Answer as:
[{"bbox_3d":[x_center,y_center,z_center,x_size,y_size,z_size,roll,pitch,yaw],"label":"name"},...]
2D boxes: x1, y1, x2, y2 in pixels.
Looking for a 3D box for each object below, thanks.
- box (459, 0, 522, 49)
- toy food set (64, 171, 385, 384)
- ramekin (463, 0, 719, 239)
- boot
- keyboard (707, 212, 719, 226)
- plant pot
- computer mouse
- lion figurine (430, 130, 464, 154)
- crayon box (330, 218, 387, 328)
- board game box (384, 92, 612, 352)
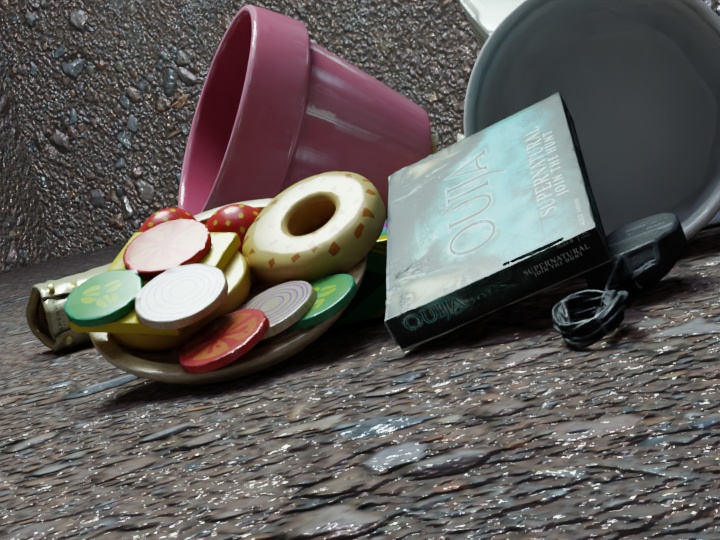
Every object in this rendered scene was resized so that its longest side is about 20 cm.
[{"bbox_3d":[0.183,-0.153,1.130,0.108,0.201,0.128,-30,36,2],"label":"box"},{"bbox_3d":[-0.087,0.004,0.888,0.197,0.049,0.199,1,37,23],"label":"toy food set"},{"bbox_3d":[0.179,-0.103,0.969,0.198,0.203,0.105,-11,-4,16],"label":"ramekin"},{"bbox_3d":[-0.210,0.021,1.230,0.154,0.074,0.199,-16,4,-32],"label":"boot"},{"bbox_3d":[0.241,-0.033,1.057,0.197,0.011,0.056,-14,11,-5],"label":"keyboard"},{"bbox_3d":[-0.045,-0.106,1.169,0.177,0.203,0.200,15,-4,-19],"label":"plant pot"},{"bbox_3d":[0.148,0.010,0.756,0.058,0.034,0.200,-20,9,27],"label":"computer mouse"},{"bbox_3d":[0.093,-0.049,1.168,0.072,0.124,0.200,0,15,-23],"label":"lion figurine"},{"bbox_3d":[0.000,0.000,1.029,0.170,0.059,0.200,-12,6,4],"label":"crayon box"},{"bbox_3d":[0.079,-0.036,0.849,0.134,0.028,0.201,-25,25,14],"label":"board game box"}]
